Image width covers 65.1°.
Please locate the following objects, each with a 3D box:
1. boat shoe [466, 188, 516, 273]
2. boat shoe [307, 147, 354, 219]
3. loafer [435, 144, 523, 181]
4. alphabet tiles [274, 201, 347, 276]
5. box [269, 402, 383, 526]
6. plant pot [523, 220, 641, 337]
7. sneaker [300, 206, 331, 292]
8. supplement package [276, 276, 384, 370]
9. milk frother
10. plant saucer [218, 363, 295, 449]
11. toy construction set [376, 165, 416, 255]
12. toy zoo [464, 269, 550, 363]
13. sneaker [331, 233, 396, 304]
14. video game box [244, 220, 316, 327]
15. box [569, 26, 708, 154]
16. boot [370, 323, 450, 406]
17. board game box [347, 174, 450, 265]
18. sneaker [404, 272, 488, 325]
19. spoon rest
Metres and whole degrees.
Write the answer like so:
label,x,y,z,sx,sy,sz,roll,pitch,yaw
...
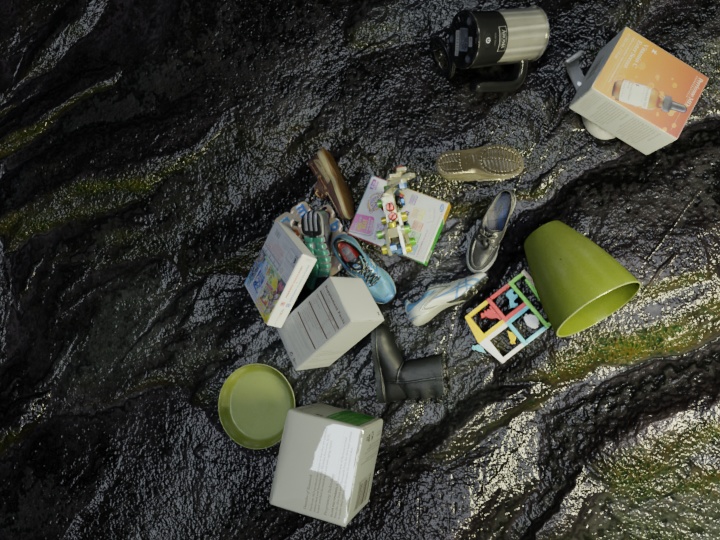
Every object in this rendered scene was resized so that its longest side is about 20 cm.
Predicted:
label,x,y,z,sx,sy,sz,roll,pitch,yaw
boat shoe,0.290,-0.089,1.250,0.070,0.066,0.200,28,91,16
boat shoe,-0.076,-0.199,1.359,0.072,0.072,0.200,-30,71,18
loafer,0.266,-0.240,1.278,0.199,0.068,0.076,1,85,-1
alphabet tiles,-0.129,-0.064,1.383,0.195,0.015,0.200,-32,77,9
box,-0.066,0.405,1.215,0.171,0.199,0.201,9,84,16
plant pot,0.428,0.002,1.161,0.187,0.187,0.200,-33,62,9
sneaker,-0.090,-0.048,1.334,0.074,0.088,0.201,9,111,22
supplement package,-0.069,0.118,1.253,0.200,0.117,0.117,-42,63,28
milk frother,0.280,-0.513,1.278,0.188,0.181,0.200,-13,45,-21
plant saucer,-0.246,0.325,1.358,0.199,0.031,0.201,-2,82,14
toy construction set,0.075,-0.124,1.234,0.092,0.131,0.201,1,84,14
toy zoo,0.324,0.111,1.241,0.200,0.020,0.131,-39,76,7
sneaker,0.000,0.000,1.298,0.078,0.090,0.200,-44,85,5
video game box,-0.190,0.005,1.303,0.182,0.047,0.200,-59,35,12
box,0.565,-0.363,1.155,0.200,0.106,0.152,30,83,-1
boot,0.111,0.207,1.259,0.162,0.073,0.199,-7,88,16
board game box,0.090,-0.118,1.320,0.200,0.040,0.153,23,90,16
sneaker,0.190,0.051,1.260,0.200,0.072,0.073,-29,70,6
spoon rest,0.515,-0.382,1.241,0.099,0.061,0.200,-31,90,10
